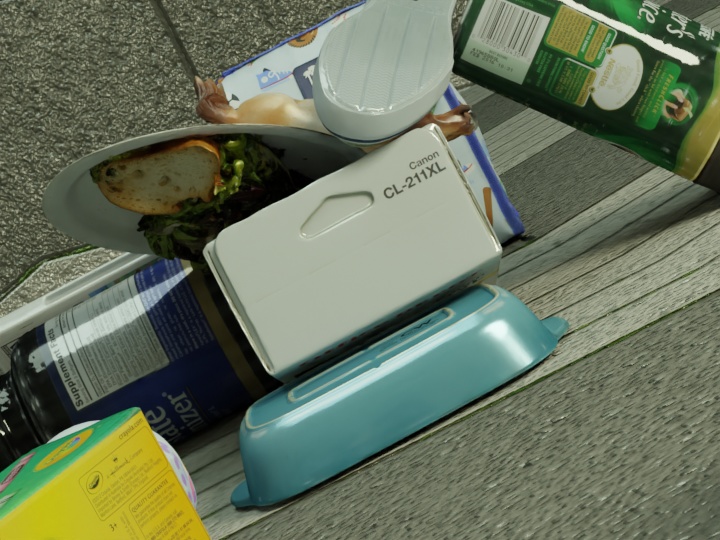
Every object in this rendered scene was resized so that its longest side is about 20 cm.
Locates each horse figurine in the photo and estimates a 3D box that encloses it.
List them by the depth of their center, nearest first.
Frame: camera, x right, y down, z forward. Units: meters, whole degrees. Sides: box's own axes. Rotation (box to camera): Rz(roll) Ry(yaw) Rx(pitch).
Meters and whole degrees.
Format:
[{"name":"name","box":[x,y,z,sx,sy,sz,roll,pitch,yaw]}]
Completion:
[{"name":"horse figurine","box":[-0.019,-0.085,1.151,0.199,0.050,0.133,9,3,12]}]

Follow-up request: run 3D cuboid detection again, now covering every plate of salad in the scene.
[{"name":"plate of salad","box":[-0.086,-0.036,1.098,0.199,0.048,0.200,-7,-19,-2]}]

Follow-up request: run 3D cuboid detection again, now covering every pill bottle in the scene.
[{"name":"pill bottle","box":[-0.159,0.071,1.231,0.199,0.112,0.112,-28,7,0]}]

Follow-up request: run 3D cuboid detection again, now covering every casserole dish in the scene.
[{"name":"casserole dish","box":[0.013,0.059,0.976,0.199,0.039,0.121,-27,7,-2]}]

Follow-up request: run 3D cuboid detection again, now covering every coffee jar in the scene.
[{"name":"coffee jar","box":[0.155,-0.117,1.096,0.104,0.199,0.086,-60,-5,-78]}]

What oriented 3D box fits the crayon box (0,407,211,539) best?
[{"name":"crayon box","box":[-0.109,0.139,0.557,0.058,0.119,0.200,-23,9,33]}]

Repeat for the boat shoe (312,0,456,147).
[{"name":"boat shoe","box":[0.019,-0.115,1.055,0.072,0.062,0.200,17,34,6]}]

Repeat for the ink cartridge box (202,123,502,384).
[{"name":"ink cartridge box","box":[0.000,0.000,1.081,0.145,0.083,0.200,-28,-7,0]}]

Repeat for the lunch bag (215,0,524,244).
[{"name":"lunch bag","box":[0.002,-0.082,1.348,0.169,0.201,0.124,-26,7,3]}]

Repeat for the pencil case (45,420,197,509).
[{"name":"pencil case","box":[-0.126,0.126,0.840,0.090,0.084,0.200,-5,8,2]}]

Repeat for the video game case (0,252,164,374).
[{"name":"video game case","box":[-0.145,0.045,1.309,0.199,0.144,0.018,-27,42,5]}]
